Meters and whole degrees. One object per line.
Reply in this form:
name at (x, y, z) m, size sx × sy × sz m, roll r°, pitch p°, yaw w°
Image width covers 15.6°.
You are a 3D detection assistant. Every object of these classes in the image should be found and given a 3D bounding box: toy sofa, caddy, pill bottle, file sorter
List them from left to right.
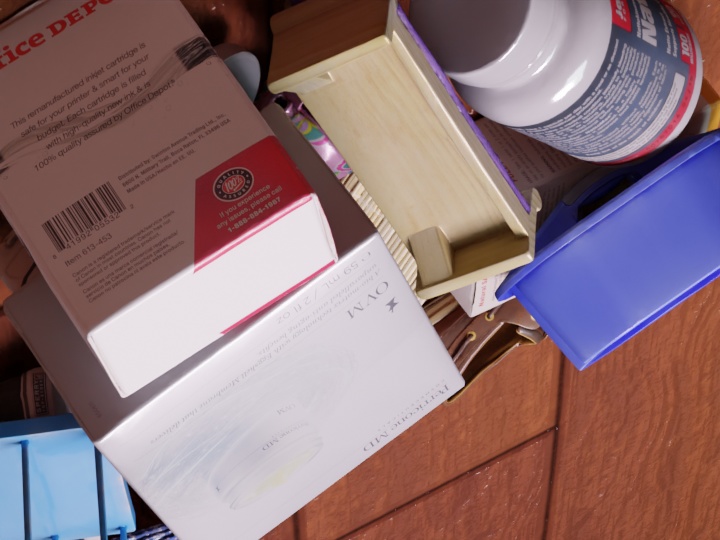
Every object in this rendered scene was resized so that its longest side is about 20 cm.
file sorter at (-0.247, 0.186, 1.671) m, size 0.199 × 0.123 × 0.139 m, roll -7°, pitch 145°, yaw -1°
toy sofa at (0.029, -0.088, 1.581) m, size 0.082 × 0.098 × 0.200 m, roll -20°, pitch 127°, yaw 23°
pill bottle at (0.121, -0.142, 1.661) m, size 0.120 × 0.120 × 0.200 m, roll -47°, pitch 148°, yaw 17°
caddy at (0.183, -0.022, 1.761) m, size 0.199 × 0.105 × 0.141 m, roll -35°, pitch 173°, yaw -2°

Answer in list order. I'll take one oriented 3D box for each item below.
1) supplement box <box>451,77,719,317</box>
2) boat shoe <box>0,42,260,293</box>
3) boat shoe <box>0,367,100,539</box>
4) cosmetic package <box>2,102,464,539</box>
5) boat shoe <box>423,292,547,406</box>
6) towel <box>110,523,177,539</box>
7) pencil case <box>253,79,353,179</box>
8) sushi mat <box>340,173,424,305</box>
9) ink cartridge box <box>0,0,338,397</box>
supplement box at (0.145, -0.065, 1.835) m, size 0.199 × 0.074 × 0.126 m, roll -24°, pitch 148°, yaw -20°
boat shoe at (-0.141, -0.061, 1.563) m, size 0.200 × 0.066 × 0.072 m, roll -53°, pitch 150°, yaw 1°
boat shoe at (-0.211, 0.124, 1.755) m, size 0.056 × 0.069 × 0.200 m, roll -10°, pitch 148°, yaw 2°
cosmetic package at (-0.069, 0.045, 1.558) m, size 0.199 × 0.123 × 0.200 m, roll -37°, pitch 148°, yaw -3°
boat shoe at (0.119, 0.026, 1.939) m, size 0.200 × 0.068 × 0.072 m, roll -37°, pitch 150°, yaw 1°
towel at (-0.197, 0.216, 1.871) m, size 0.199 × 0.024 × 0.145 m, roll -15°, pitch 170°, yaw -32°
pencil case at (-0.092, -0.037, 1.624) m, size 0.200 × 0.088 × 0.087 m, roll -41°, pitch 149°, yaw 8°
sushi mat at (0.000, 0.000, 1.771) m, size 0.200 × 0.095 × 0.012 m, roll -54°, pitch -178°, yaw 27°
ink cartridge box at (-0.127, -0.057, 1.451) m, size 0.144 × 0.200 × 0.084 m, roll -32°, pitch 152°, yaw -7°
